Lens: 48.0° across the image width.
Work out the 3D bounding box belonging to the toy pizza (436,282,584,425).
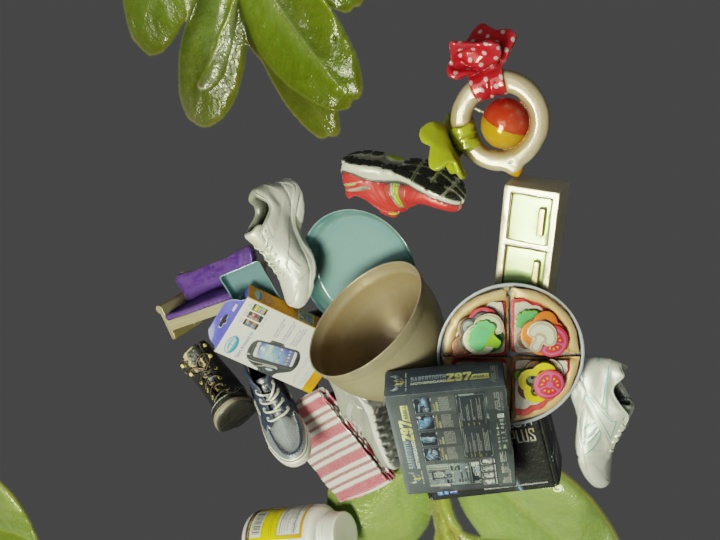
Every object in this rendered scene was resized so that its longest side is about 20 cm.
[{"bbox_3d":[0.201,0.116,1.081,0.198,0.032,0.203,1,104,3],"label":"toy pizza"}]

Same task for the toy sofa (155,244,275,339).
[{"bbox_3d":[-0.248,0.037,1.361,0.198,0.083,0.098,-18,101,31],"label":"toy sofa"}]

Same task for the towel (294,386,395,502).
[{"bbox_3d":[-0.045,0.297,1.374,0.201,0.030,0.146,52,133,-2],"label":"towel"}]

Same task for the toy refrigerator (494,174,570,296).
[{"bbox_3d":[0.229,-0.020,1.098,0.075,0.070,0.202,12,114,23],"label":"toy refrigerator"}]

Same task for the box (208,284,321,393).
[{"bbox_3d":[-0.135,0.105,1.272,0.199,0.042,0.119,28,116,-17],"label":"box"}]

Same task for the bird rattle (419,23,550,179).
[{"bbox_3d":[0.170,-0.211,1.063,0.162,0.113,0.202,25,106,4],"label":"bird rattle"}]

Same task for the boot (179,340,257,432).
[{"bbox_3d":[-0.247,0.193,1.374,0.073,0.200,0.151,-42,80,-1],"label":"boot"}]

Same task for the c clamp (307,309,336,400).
[{"bbox_3d":[-0.071,0.163,1.349,0.169,0.027,0.202,-9,105,30],"label":"c clamp"}]

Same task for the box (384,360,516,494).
[{"bbox_3d":[0.123,0.214,1.082,0.156,0.051,0.202,-8,126,9],"label":"box"}]

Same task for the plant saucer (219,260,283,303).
[{"bbox_3d":[-0.147,0.071,1.282,0.069,0.019,0.201,-22,122,9],"label":"plant saucer"}]

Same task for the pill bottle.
[{"bbox_3d":[-0.107,0.475,1.439,0.198,0.109,0.110,-15,102,31],"label":"pill bottle"}]

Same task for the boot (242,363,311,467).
[{"bbox_3d":[-0.144,0.221,1.319,0.201,0.072,0.091,56,173,41],"label":"boot"}]

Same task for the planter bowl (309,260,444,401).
[{"bbox_3d":[0.044,0.106,1.157,0.199,0.201,0.135,-25,125,32],"label":"planter bowl"}]

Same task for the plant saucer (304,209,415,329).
[{"bbox_3d":[0.000,0.000,1.251,0.198,0.027,0.202,10,114,24],"label":"plant saucer"}]

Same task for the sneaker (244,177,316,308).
[{"bbox_3d":[-0.131,-0.038,1.239,0.078,0.099,0.202,-17,84,52],"label":"sneaker"}]

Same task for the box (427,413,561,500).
[{"bbox_3d":[0.181,0.236,1.193,0.198,0.086,0.166,-11,103,20],"label":"box"}]

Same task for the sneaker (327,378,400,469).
[{"bbox_3d":[0.010,0.224,1.292,0.082,0.074,0.202,-35,77,42],"label":"sneaker"}]

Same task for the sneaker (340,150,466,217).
[{"bbox_3d":[0.062,-0.114,1.158,0.198,0.077,0.086,19,128,28],"label":"sneaker"}]

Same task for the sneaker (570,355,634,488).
[{"bbox_3d":[0.341,0.214,1.130,0.079,0.070,0.203,-3,107,25],"label":"sneaker"}]
